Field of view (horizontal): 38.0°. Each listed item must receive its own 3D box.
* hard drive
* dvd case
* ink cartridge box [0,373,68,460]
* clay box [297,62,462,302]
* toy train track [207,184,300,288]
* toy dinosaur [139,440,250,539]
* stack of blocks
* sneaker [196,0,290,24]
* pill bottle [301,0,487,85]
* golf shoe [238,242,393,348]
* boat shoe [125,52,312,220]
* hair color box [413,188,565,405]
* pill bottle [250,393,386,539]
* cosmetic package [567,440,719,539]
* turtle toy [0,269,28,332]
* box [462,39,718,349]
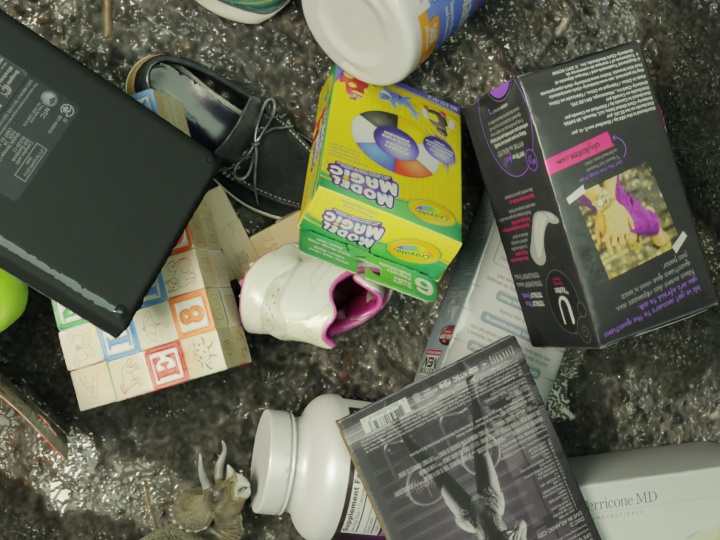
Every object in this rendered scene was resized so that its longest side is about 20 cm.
[{"bbox_3d":[-0.201,-0.069,0.656,0.199,0.033,0.140,33,61,-13],"label":"hard drive"},{"bbox_3d":[0.087,0.169,0.758,0.147,0.016,0.202,-24,91,-14],"label":"dvd case"},{"bbox_3d":[-0.287,0.069,0.705,0.200,0.160,0.047,44,77,-10],"label":"ink cartridge box"},{"bbox_3d":[0.019,-0.072,0.790,0.114,0.048,0.201,20,40,-14],"label":"clay box"},{"bbox_3d":[-0.131,0.008,0.816,0.199,0.033,0.116,-28,101,-6],"label":"toy train track"},{"bbox_3d":[-0.141,0.234,0.794,0.200,0.077,0.102,-43,80,1],"label":"toy dinosaur"},{"bbox_3d":[-0.164,-0.013,0.751,0.114,0.059,0.202,-16,87,11],"label":"stack of blocks"},{"bbox_3d":[-0.141,-0.252,0.798,0.198,0.080,0.078,12,85,-14],"label":"sneaker"},{"bbox_3d":[0.055,-0.245,0.823,0.112,0.112,0.200,49,62,-8],"label":"pill bottle"},{"bbox_3d":[0.000,0.000,0.795,0.200,0.091,0.076,-37,135,-38],"label":"golf shoe"},{"bbox_3d":[-0.093,-0.101,0.815,0.199,0.062,0.075,34,78,-13],"label":"boat shoe"},{"bbox_3d":[0.129,0.018,0.871,0.098,0.061,0.202,23,81,-13],"label":"hair color box"},{"bbox_3d":[0.019,0.157,0.809,0.198,0.112,0.114,9,86,-14],"label":"pill bottle"},{"bbox_3d":[0.240,0.256,0.860,0.197,0.123,0.203,-4,87,-15],"label":"cosmetic package"},{"bbox_3d":[-0.268,-0.054,0.696,0.144,0.101,0.202,-8,77,-29],"label":"turtle toy"},{"bbox_3d":[0.169,-0.052,0.790,0.105,0.122,0.202,-17,92,-14],"label":"box"}]
